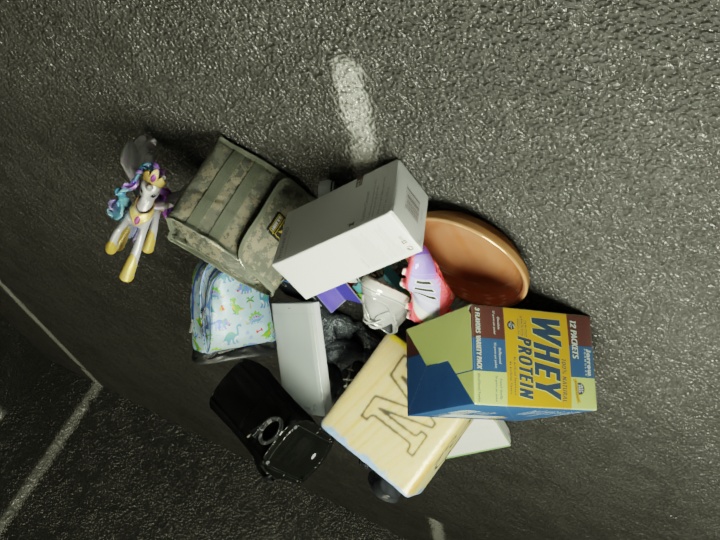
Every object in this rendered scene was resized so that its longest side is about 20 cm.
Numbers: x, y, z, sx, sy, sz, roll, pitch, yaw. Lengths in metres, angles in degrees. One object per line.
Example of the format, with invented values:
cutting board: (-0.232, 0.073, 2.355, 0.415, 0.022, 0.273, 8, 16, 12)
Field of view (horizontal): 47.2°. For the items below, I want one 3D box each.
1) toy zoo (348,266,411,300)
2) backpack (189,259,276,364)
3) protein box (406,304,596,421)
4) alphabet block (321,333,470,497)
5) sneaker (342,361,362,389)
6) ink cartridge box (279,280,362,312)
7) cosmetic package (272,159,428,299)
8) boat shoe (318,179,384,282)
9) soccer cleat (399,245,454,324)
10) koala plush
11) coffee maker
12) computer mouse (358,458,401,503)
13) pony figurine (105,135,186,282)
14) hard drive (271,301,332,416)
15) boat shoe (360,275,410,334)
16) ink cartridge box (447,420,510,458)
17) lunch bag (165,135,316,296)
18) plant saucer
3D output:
toy zoo: (0.000, 0.000, 1.386, 0.131, 0.021, 0.200, -2, 140, 50)
backpack: (-0.231, 0.063, 1.490, 0.162, 0.202, 0.154, -5, 177, -21)
protein box: (0.198, 0.142, 1.199, 0.198, 0.136, 0.198, 6, 164, -23)
alphabet block: (0.077, 0.253, 1.440, 0.196, 0.201, 0.195, 36, 176, 14)
sneaker: (0.007, 0.251, 1.792, 0.199, 0.078, 0.080, 17, 161, 27)
ink cartridge box: (-0.116, -0.007, 1.448, 0.199, 0.044, 0.198, 15, 152, 46)
cosmetic package: (-0.013, -0.053, 1.112, 0.199, 0.113, 0.081, -23, 127, 28)
boat shoe: (-0.010, -0.061, 1.241, 0.070, 0.073, 0.201, -6, 139, 15)
soccer cleat: (0.101, 0.022, 1.188, 0.076, 0.067, 0.200, 8, 151, 11)
koala plush: (-0.076, 0.190, 1.611, 0.184, 0.201, 0.177, 44, 153, -27)
coffee maker: (-0.165, 0.247, 1.431, 0.200, 0.134, 0.193, 36, 153, 41)
computer mouse: (0.036, 0.369, 1.511, 0.058, 0.034, 0.200, 21, -175, -15)
pony figurine: (-0.336, -0.108, 1.329, 0.166, 0.193, 0.201, 27, 118, -7)
hard drive: (-0.108, 0.158, 1.499, 0.131, 0.026, 0.202, -3, 95, 52)
boat shoe: (0.033, 0.059, 1.291, 0.072, 0.069, 0.200, 26, 174, 12)
ink cartridge box: (0.197, 0.296, 1.620, 0.144, 0.048, 0.200, -15, 135, 20)
lunch bag: (-0.172, -0.077, 1.260, 0.199, 0.165, 0.118, 30, 159, -1)
plant saucer: (0.148, -0.021, 1.164, 0.199, 0.038, 0.201, 26, 155, 13)
